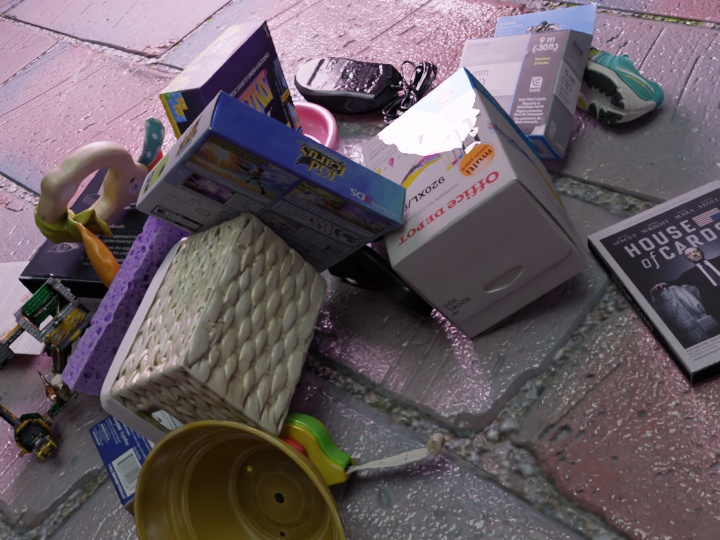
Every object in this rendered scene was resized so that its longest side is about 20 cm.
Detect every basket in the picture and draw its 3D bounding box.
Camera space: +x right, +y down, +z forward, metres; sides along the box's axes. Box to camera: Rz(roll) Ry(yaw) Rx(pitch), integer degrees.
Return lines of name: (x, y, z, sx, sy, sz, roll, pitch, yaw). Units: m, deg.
basket: (-0.128, 0.064, 0.793, 0.123, 0.135, 0.201, -22, 37, 39)

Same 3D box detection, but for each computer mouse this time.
computer mouse: (-0.001, -0.248, 1.188, 0.199, 0.053, 0.139, 15, 56, 22)

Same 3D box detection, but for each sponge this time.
sponge: (-0.220, 0.043, 0.891, 0.030, 0.111, 0.201, 31, 91, 38)

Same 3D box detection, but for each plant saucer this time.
plant saucer: (-0.119, -0.147, 1.136, 0.199, 0.051, 0.201, -14, 43, 13)

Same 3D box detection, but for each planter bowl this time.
planter bowl: (-0.084, 0.207, 0.708, 0.199, 0.202, 0.083, -1, 11, 24)

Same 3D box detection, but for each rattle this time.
rattle: (-0.250, -0.082, 0.948, 0.142, 0.131, 0.200, 23, 33, 26)

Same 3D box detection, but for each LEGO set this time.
LEGO set: (-0.329, 0.103, 0.890, 0.200, 0.154, 0.116, -40, 19, -18)

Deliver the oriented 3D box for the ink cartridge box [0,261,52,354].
ink cartridge box: (-0.460, 0.060, 1.098, 0.199, 0.047, 0.161, -2, 46, 16)

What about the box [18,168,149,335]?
box: (-0.265, -0.024, 1.030, 0.196, 0.118, 0.201, 3, 50, 27)

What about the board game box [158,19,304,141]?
board game box: (-0.141, -0.178, 0.991, 0.056, 0.166, 0.200, -3, 35, 21)

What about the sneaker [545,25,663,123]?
sneaker: (0.290, -0.241, 1.041, 0.079, 0.078, 0.200, -15, 44, -19)

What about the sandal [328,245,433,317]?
sandal: (0.000, 0.000, 0.923, 0.048, 0.075, 0.200, -55, 46, 7)

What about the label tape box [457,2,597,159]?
label tape box: (0.189, -0.235, 1.005, 0.143, 0.066, 0.201, 6, 76, 40)

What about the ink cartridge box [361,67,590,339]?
ink cartridge box: (0.110, -0.069, 0.853, 0.147, 0.145, 0.201, -35, 39, 20)

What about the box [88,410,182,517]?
box: (-0.174, 0.150, 0.876, 0.200, 0.032, 0.121, -35, 45, -10)

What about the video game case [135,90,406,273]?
video game case: (-0.088, -0.069, 0.804, 0.181, 0.199, 0.046, -28, 44, 51)

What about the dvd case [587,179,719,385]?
dvd case: (0.327, 0.004, 0.798, 0.150, 0.025, 0.200, -23, 43, 1)

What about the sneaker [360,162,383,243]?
sneaker: (-0.002, -0.076, 0.963, 0.072, 0.072, 0.200, -11, 17, 15)

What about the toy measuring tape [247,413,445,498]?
toy measuring tape: (-0.026, 0.156, 0.767, 0.199, 0.074, 0.074, -18, 42, 15)
